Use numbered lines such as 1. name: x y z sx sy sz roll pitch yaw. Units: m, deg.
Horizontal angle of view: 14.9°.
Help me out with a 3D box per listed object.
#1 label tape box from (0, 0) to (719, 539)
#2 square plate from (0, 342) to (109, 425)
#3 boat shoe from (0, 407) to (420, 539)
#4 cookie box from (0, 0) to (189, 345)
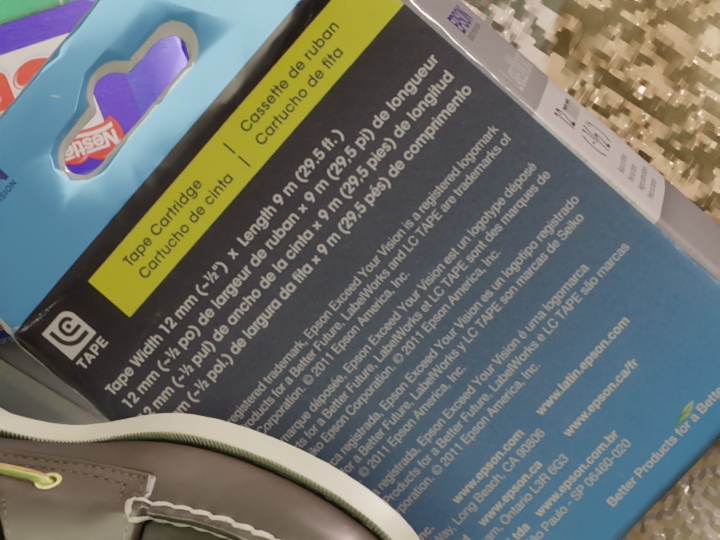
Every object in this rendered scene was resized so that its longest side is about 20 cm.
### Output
1. label tape box: 0.000 0.000 0.750 0.200 0.066 0.143 41 106 -1
2. square plate: -0.155 0.078 0.809 0.198 0.200 0.028 28 144 27
3. boat shoe: -0.079 0.076 0.731 0.201 0.061 0.072 9 130 28
4. cookie box: -0.145 -0.074 0.820 0.171 0.075 0.200 -15 80 -10
